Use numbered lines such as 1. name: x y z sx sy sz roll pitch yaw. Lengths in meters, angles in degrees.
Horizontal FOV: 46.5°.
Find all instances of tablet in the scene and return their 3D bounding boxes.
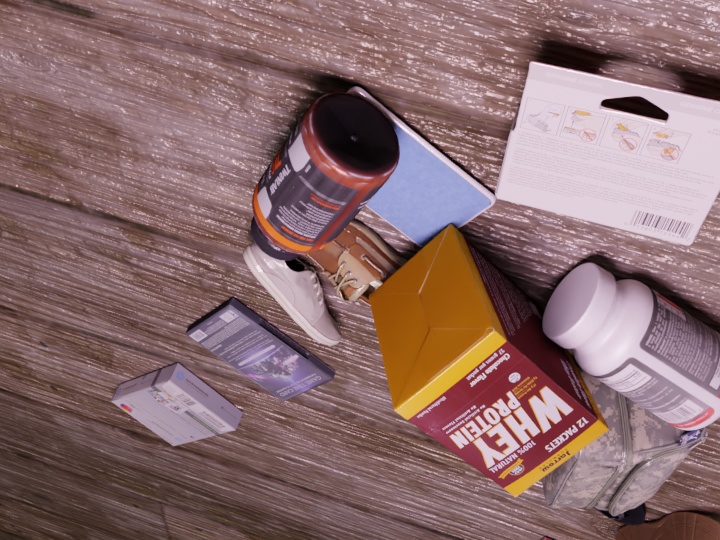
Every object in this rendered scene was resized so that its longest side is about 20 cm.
1. tablet: 0.037 -0.106 0.915 0.199 0.014 0.130 35 140 -18

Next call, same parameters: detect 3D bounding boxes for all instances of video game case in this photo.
1. video game case: -0.154 0.126 1.281 0.199 0.019 0.142 38 140 -21

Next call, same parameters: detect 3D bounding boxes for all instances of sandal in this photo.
1. sandal: 0.359 0.335 1.265 0.076 0.043 0.200 -22 125 42

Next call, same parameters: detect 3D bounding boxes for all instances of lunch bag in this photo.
1. lunch bag: 0.331 0.221 1.076 0.166 0.140 0.201 3 142 -2

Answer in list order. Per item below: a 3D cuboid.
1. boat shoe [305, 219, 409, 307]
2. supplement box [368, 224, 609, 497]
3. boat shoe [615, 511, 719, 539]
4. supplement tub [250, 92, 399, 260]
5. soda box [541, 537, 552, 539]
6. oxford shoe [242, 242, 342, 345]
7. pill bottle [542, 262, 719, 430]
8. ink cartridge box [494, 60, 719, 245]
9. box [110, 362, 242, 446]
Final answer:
1. boat shoe: 0.000 0.000 1.009 0.199 0.074 0.076 29 142 -10
2. supplement box: 0.134 0.098 0.922 0.133 0.198 0.200 -41 120 18
3. boat shoe: 0.487 0.419 1.292 0.064 0.072 0.200 29 150 -21
4. supplement tub: -0.048 -0.087 0.880 0.106 0.108 0.200 31 140 -12
5. soda box: 0.320 0.557 1.530 0.063 0.070 0.201 21 142 -1
6. oxford shoe: -0.074 0.027 1.091 0.058 0.075 0.200 -34 125 6
7. pill bottle: 0.309 0.081 0.926 0.199 0.117 0.116 31 141 -12
8. ink cartridge box: 0.239 -0.116 0.780 0.198 0.045 0.177 15 143 8
9. box: -0.327 0.242 1.484 0.199 0.041 0.156 -23 124 41
